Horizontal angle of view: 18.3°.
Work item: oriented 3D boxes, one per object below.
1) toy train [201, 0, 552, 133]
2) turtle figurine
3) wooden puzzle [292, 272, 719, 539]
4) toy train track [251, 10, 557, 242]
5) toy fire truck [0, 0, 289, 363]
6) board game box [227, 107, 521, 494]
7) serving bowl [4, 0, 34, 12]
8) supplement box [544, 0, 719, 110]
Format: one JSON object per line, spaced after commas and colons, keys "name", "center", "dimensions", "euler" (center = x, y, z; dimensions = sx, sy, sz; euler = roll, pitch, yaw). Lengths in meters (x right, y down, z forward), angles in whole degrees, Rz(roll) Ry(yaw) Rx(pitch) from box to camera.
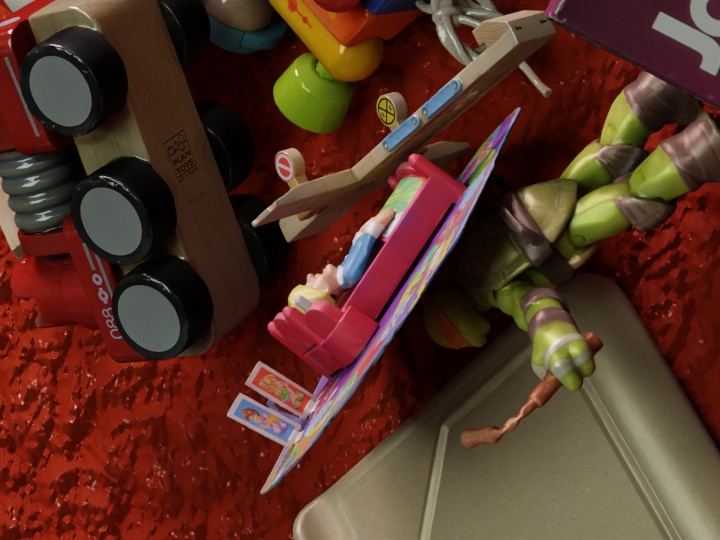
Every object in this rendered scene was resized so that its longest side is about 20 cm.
{"name": "toy train", "center": [-0.002, -0.108, 1.045], "dimensions": [0.200, 0.084, 0.116], "euler": [51, 132, 23]}
{"name": "turtle figurine", "center": [0.080, -0.020, 0.944], "dimensions": [0.161, 0.064, 0.200], "euler": [-40, 19, 9]}
{"name": "wooden puzzle", "center": [0.079, 0.130, 0.984], "dimensions": [0.200, 0.037, 0.186], "euler": [-41, 62, 24]}
{"name": "toy train track", "center": [0.016, -0.068, 0.974], "dimensions": [0.200, 0.114, 0.033], "euler": [-38, 75, 52]}
{"name": "toy fire truck", "center": [-0.149, -0.048, 1.111], "dimensions": [0.199, 0.129, 0.177], "euler": [-7, 112, 34]}
{"name": "board game box", "center": [0.000, 0.000, 0.958], "dimensions": [0.039, 0.200, 0.158], "euler": [34, 122, -4]}
{"name": "serving bowl", "center": [-0.143, -0.213, 1.131], "dimensions": [0.200, 0.065, 0.202], "euler": [-20, 65, 51]}
{"name": "supplement box", "center": [0.182, -0.103, 0.804], "dimensions": [0.199, 0.103, 0.132], "euler": [26, 98, 1]}
